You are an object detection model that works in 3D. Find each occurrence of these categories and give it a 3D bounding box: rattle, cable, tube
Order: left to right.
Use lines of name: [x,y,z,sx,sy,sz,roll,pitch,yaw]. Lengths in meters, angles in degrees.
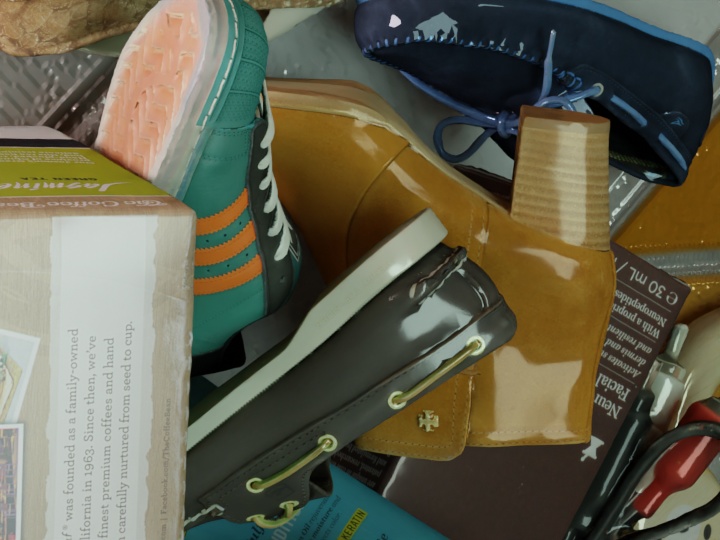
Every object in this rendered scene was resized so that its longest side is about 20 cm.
tube: [-0.026,0.104,1.095,0.200,0.050,0.077,28,80,12]
cable: [0.105,0.118,1.207,0.200,0.097,0.050,-62,159,7]
rattle: [0.183,0.111,1.224,0.200,0.143,0.130,-48,135,-19]

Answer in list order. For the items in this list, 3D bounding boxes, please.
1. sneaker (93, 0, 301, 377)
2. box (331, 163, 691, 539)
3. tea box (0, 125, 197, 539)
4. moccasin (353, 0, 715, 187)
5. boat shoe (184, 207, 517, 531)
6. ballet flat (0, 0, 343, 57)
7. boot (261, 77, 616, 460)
sneaker: [-0.056,-0.029,1.015,0.080,0.071,0.200,3,142,-19]
box: [0.046,0.067,1.168,0.100,0.075,0.200,29,88,-32]
tea box: [-0.151,0.059,0.968,0.134,0.197,0.200,-1,103,-21]
moccasin: [0.082,-0.076,1.137,0.200,0.080,0.068,9,82,-38]
boat shoe: [-0.029,0.062,1.042,0.201,0.072,0.061,-42,93,18]
ballet flat: [-0.062,-0.119,1.076,0.200,0.071,0.065,-7,132,-26]
boot: [0.001,0.000,1.083,0.201,0.071,0.144,8,101,6]
